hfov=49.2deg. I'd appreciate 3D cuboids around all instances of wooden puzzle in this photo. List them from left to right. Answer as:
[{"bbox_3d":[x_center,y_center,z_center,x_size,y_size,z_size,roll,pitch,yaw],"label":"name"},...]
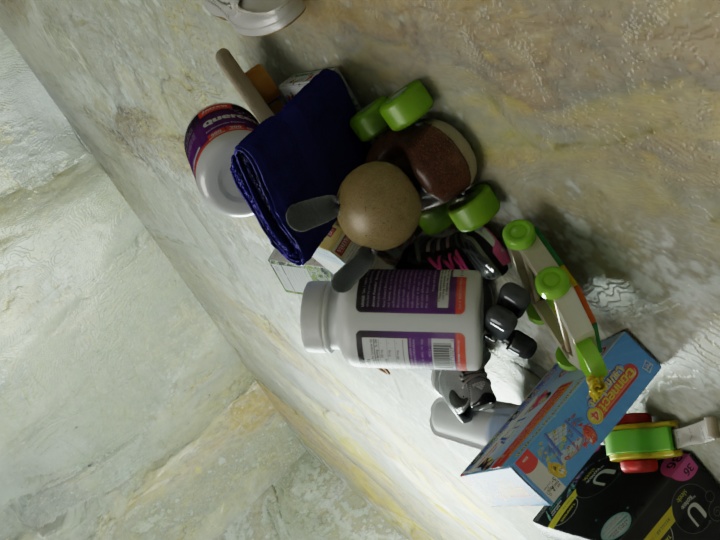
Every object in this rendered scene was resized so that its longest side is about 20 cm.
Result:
[{"bbox_3d":[-0.109,-0.201,1.074,0.186,0.046,0.200,55,-179,11],"label":"wooden puzzle"}]

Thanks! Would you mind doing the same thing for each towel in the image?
[{"bbox_3d":[-0.059,-0.119,0.877,0.049,0.200,0.148,-4,124,35],"label":"towel"}]

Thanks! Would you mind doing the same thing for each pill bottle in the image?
[{"bbox_3d":[-0.174,-0.156,1.051,0.113,0.112,0.200,60,177,-33],"label":"pill bottle"},{"bbox_3d":[0.038,0.054,0.887,0.198,0.112,0.112,1,146,11],"label":"pill bottle"}]

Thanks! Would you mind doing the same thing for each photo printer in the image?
[{"bbox_3d":[0.202,0.225,1.130,0.165,0.070,0.200,11,173,-21],"label":"photo printer"}]

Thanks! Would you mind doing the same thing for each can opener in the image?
[{"bbox_3d":[0.172,0.059,0.860,0.067,0.054,0.200,32,176,11],"label":"can opener"}]

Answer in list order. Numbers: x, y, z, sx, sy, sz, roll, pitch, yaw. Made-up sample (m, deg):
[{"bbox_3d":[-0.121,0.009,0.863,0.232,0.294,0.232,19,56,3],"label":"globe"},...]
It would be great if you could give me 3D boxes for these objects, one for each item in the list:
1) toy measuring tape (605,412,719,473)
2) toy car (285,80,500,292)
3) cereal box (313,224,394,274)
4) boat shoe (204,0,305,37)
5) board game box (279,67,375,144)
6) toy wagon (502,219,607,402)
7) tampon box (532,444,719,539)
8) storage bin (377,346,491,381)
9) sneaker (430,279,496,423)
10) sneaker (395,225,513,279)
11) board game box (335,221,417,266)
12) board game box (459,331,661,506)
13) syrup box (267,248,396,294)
[{"bbox_3d":[0.323,0.189,0.880,0.074,0.074,0.200,45,164,10],"label":"toy measuring tape"},{"bbox_3d":[0.019,-0.074,0.851,0.165,0.200,0.158,53,161,-15],"label":"toy car"},{"bbox_3d":[0.000,0.000,1.008,0.200,0.040,0.144,40,171,-34],"label":"cereal box"},{"bbox_3d":[-0.139,-0.326,0.912,0.200,0.071,0.070,32,158,44],"label":"boat shoe"},{"bbox_3d":[-0.018,-0.165,1.019,0.201,0.035,0.126,57,161,-25],"label":"board game box"},{"bbox_3d":[0.203,0.043,0.800,0.201,0.039,0.155,64,-177,41],"label":"toy wagon"},{"bbox_3d":[0.342,0.318,0.978,0.126,0.150,0.200,48,162,-3],"label":"tampon box"},{"bbox_3d":[0.091,0.107,1.180,0.134,0.146,0.200,47,165,-31],"label":"storage bin"},{"bbox_3d":[0.150,0.113,1.014,0.116,0.074,0.201,-117,26,-52],"label":"sneaker"},{"bbox_3d":[0.107,-0.007,0.959,0.074,0.087,0.200,53,163,-19],"label":"sneaker"},{"bbox_3d":[-0.031,-0.067,1.085,0.199,0.047,0.151,19,171,36],"label":"board game box"},{"bbox_3d":[0.220,0.176,0.895,0.056,0.200,0.196,44,162,5],"label":"board game box"},{"bbox_3d":[-0.033,-0.008,1.199,0.199,0.082,0.079,7,142,30],"label":"syrup box"}]
